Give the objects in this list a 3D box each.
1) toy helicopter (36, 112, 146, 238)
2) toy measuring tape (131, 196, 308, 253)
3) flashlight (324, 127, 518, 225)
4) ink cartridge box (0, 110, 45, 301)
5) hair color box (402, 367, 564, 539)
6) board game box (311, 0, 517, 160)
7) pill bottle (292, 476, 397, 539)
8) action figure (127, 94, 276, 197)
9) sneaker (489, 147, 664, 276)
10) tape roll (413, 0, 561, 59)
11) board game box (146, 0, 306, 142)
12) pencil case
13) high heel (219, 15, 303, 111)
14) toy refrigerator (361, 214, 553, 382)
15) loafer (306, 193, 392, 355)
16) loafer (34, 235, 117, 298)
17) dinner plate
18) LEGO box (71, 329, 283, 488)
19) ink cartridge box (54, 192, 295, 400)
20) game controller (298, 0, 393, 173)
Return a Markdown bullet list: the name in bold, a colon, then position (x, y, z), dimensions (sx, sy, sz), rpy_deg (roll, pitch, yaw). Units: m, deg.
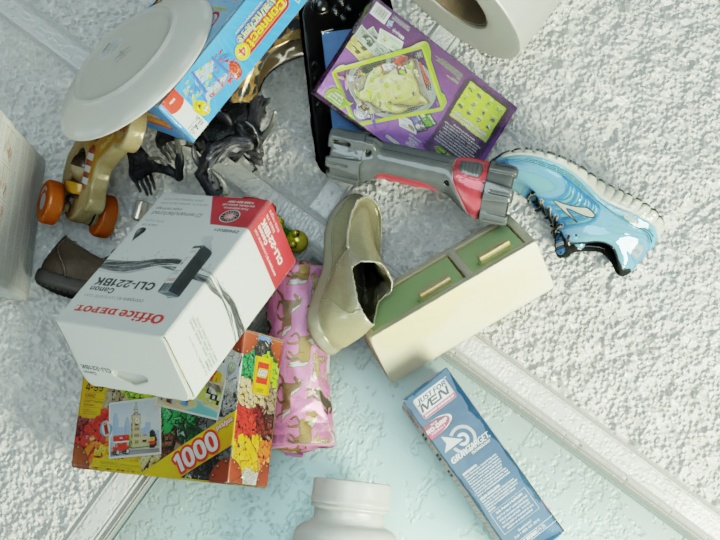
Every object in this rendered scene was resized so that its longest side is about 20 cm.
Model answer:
- **toy helicopter**: position (-0.268, -0.127, 1.399), dimensions (0.078, 0.199, 0.134), rpy_deg (14, 65, -29)
- **toy measuring tape**: position (-0.153, -0.051, 1.433), dimensions (0.197, 0.074, 0.075), rpy_deg (12, 81, 3)
- **flashlight**: position (0.063, -0.098, 1.396), dimensions (0.197, 0.068, 0.069), rpy_deg (12, 97, 9)
- **ink cartridge box**: position (-0.376, -0.064, 1.376), dimensions (0.049, 0.200, 0.164), rpy_deg (5, 80, 3)
- **hair color box**: position (0.122, 0.201, 1.367), dimensions (0.060, 0.100, 0.201), rpy_deg (-35, 81, -5)
- **board game box**: position (0.059, -0.182, 1.430), dimensions (0.199, 0.032, 0.121), rpy_deg (35, 81, -17)
- **pill bottle**: position (-0.019, 0.313, 1.347), dimensions (0.109, 0.111, 0.203), rpy_deg (6, 81, 3)
- **action figure**: position (-0.150, -0.123, 1.397), dimensions (0.198, 0.102, 0.119), rpy_deg (2, 48, 43)
- **sneaker**: position (0.220, -0.061, 1.422), dimensions (0.198, 0.078, 0.091), rpy_deg (28, 85, 6)
- **tape roll**: position (0.131, -0.342, 1.409), dimensions (0.202, 0.203, 0.140), rpy_deg (39, 83, 7)
- **board game box**: position (-0.174, -0.240, 1.404), dimensions (0.056, 0.199, 0.197), rpy_deg (44, 79, -34)
- **pencil case**: position (-0.067, 0.092, 1.398), dimensions (0.082, 0.086, 0.203), rpy_deg (-6, 80, 21)
- **high heel**: position (-0.066, -0.225, 1.466), dimensions (0.141, 0.071, 0.202), rpy_deg (22, 85, -4)
- **toy refrigerator**: position (0.093, 0.025, 1.398), dimensions (0.198, 0.076, 0.070), rpy_deg (-29, 120, -3)
- **loafer**: position (0.000, 0.000, 1.384), dimensions (0.067, 0.076, 0.202), rpy_deg (-12, 46, 27)
- **loafer**: position (-0.247, 0.007, 1.424), dimensions (0.197, 0.073, 0.072), rpy_deg (15, 81, 3)
- **dinner plate**: position (-0.235, -0.214, 1.361), dimensions (0.200, 0.200, 0.024), rpy_deg (-45, 124, -5)
- **LEGO box**: position (-0.186, 0.136, 1.359), dimensions (0.197, 0.077, 0.151), rpy_deg (0, 79, 29)
- **ink cartridge box**: position (-0.178, 0.020, 1.303), dimensions (0.143, 0.084, 0.201), rpy_deg (5, 44, 32)
- **game controller**: position (-0.008, -0.204, 1.438), dimensions (0.103, 0.042, 0.203), rpy_deg (-7, 102, -4)
